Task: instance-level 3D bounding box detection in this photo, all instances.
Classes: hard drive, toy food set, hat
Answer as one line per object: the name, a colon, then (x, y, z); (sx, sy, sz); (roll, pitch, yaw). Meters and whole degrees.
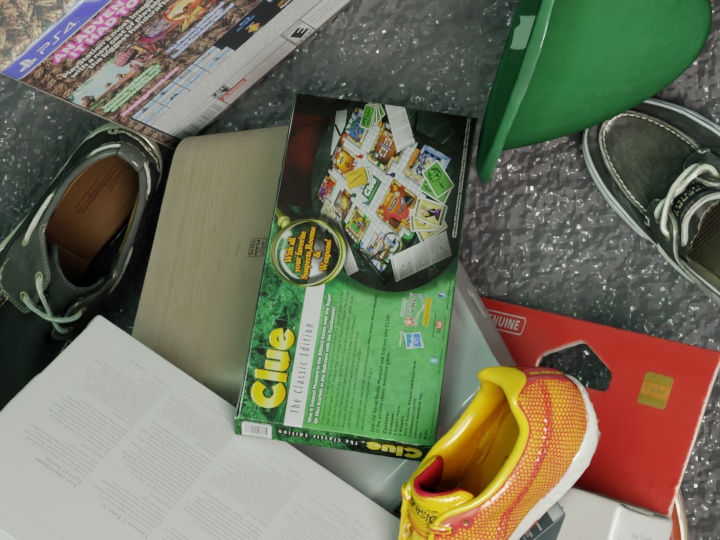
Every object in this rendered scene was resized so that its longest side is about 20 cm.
hard drive: (-0.007, 0.085, 1.130); (0.200, 0.026, 0.132); (-46, 36, 16)
toy food set: (-0.044, 0.002, 1.162); (0.142, 0.060, 0.202); (-4, 58, 23)
hat: (0.171, -0.115, 1.087); (0.175, 0.166, 0.201); (17, 127, -2)

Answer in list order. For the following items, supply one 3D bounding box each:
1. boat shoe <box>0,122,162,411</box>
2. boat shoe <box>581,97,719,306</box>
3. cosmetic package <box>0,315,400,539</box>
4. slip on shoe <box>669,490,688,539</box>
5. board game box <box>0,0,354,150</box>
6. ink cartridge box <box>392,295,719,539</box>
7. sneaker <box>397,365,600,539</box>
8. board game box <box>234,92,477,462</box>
boat shoe: (-0.183, 0.006, 1.229); (0.071, 0.068, 0.201); (29, 100, -16)
boat shoe: (0.186, -0.029, 1.072); (0.200, 0.071, 0.072); (43, 100, 29)
cosmetic package: (-0.095, 0.129, 1.020); (0.199, 0.151, 0.052); (34, 129, 8)
slip on shoe: (0.123, 0.183, 1.071); (0.074, 0.061, 0.202); (10, 84, 28)
board game box: (-0.115, -0.173, 1.168); (0.159, 0.200, 0.097); (-39, 68, 13)
ink cartridge box: (0.081, 0.107, 1.067); (0.199, 0.044, 0.178); (12, 86, 54)
sneaker: (0.041, 0.131, 1.010); (0.073, 0.077, 0.201); (39, 110, 50)
board game box: (0.000, 0.000, 1.087); (0.104, 0.024, 0.201); (10, 60, 0)
